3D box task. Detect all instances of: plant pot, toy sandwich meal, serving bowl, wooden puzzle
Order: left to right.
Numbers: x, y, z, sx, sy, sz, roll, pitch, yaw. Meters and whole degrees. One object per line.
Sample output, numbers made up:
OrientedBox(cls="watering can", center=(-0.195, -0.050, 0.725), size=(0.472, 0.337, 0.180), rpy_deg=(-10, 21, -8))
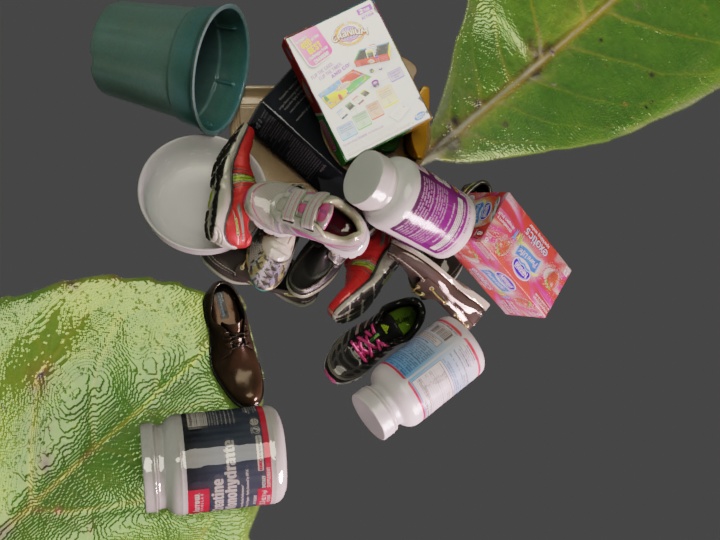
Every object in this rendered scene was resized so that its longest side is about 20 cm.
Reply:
OrientedBox(cls="plant pot", center=(-0.301, -0.330, 1.533), size=(0.194, 0.201, 0.202), rpy_deg=(14, 69, 14))
OrientedBox(cls="serving bowl", center=(-0.244, -0.109, 1.528), size=(0.197, 0.066, 0.203), rpy_deg=(4, 66, -8))
OrientedBox(cls="wooden puzzle", center=(-0.124, -0.205, 1.626), size=(0.182, 0.037, 0.203), rpy_deg=(-2, 78, -13))
OrientedBox(cls="toy sandwich meal", center=(0.031, -0.237, 1.505), size=(0.202, 0.070, 0.208), rpy_deg=(5, 76, -18))

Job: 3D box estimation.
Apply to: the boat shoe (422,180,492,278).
OrientedBox(cls="boat shoe", center=(0.158, -0.060, 1.615), size=(0.071, 0.061, 0.203), rpy_deg=(28, 70, -6))

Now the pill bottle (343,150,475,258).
OrientedBox(cls="pill bottle", center=(0.071, -0.101, 1.457), size=(0.199, 0.111, 0.114), rpy_deg=(25, 65, -40))

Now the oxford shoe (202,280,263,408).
OrientedBox(cls="oxford shoe", center=(-0.194, 0.112, 1.485), size=(0.072, 0.084, 0.202), rpy_deg=(-17, 79, -18))

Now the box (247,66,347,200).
OrientedBox(cls="box", center=(-0.054, -0.232, 1.570), size=(0.200, 0.107, 0.149), rpy_deg=(42, 67, -5))

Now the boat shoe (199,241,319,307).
OrientedBox(cls="boat shoe", center=(-0.155, -0.007, 1.541), size=(0.199, 0.061, 0.072), rpy_deg=(22, 70, -5))

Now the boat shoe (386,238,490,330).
OrientedBox(cls="boat shoe", center=(0.115, 0.023, 1.538), size=(0.199, 0.072, 0.060), rpy_deg=(35, 91, -24))

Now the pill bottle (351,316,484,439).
OrientedBox(cls="pill bottle", center=(0.088, 0.168, 1.513), size=(0.199, 0.109, 0.109), rpy_deg=(-35, 83, -19))

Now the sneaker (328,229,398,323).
OrientedBox(cls="sneaker", center=(0.000, 0.000, 1.566), size=(0.084, 0.077, 0.200), rpy_deg=(32, 59, 11))

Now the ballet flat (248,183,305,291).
OrientedBox(cls="ballet flat", center=(-0.122, -0.061, 1.510), size=(0.071, 0.072, 0.202), rpy_deg=(20, 50, -5))

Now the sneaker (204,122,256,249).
OrientedBox(cls="sneaker", center=(-0.181, -0.124, 1.482), size=(0.084, 0.077, 0.203), rpy_deg=(17, 68, -24))

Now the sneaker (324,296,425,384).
OrientedBox(cls="sneaker", center=(0.027, 0.101, 1.532), size=(0.199, 0.088, 0.074), rpy_deg=(-34, 82, -19))

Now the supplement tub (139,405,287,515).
OrientedBox(cls="supplement tub", center=(-0.210, 0.271, 1.401), size=(0.197, 0.140, 0.142), rpy_deg=(-4, 74, -13))

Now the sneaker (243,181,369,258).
OrientedBox(cls="sneaker", center=(-0.073, -0.084, 1.431), size=(0.198, 0.088, 0.082), rpy_deg=(17, 76, -8))

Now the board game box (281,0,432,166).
OrientedBox(cls="board game box", center=(-0.005, -0.278, 1.449), size=(0.152, 0.040, 0.202), rpy_deg=(-27, 91, -12))

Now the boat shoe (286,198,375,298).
OrientedBox(cls="boat shoe", center=(-0.045, -0.044, 1.511), size=(0.072, 0.068, 0.200), rpy_deg=(37, 71, 14))

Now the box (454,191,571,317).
OrientedBox(cls="box", center=(0.234, -0.024, 1.566), size=(0.200, 0.095, 0.100), rpy_deg=(46, 66, -30))
